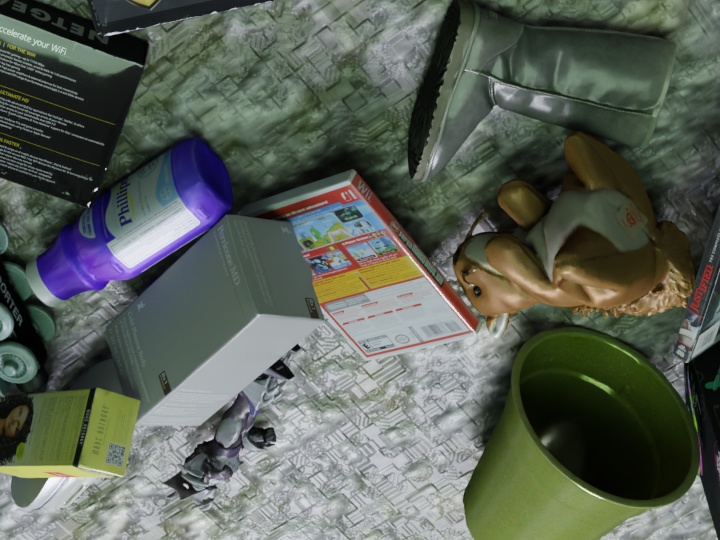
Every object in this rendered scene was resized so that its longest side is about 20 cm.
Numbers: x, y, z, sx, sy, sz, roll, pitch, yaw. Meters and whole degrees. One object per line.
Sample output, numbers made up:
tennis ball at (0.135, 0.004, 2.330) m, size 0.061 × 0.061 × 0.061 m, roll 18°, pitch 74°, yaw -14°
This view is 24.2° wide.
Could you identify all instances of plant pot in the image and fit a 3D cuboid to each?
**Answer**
plant pot at (0.191, 0.191, 1.606) m, size 0.198 × 0.201 × 0.191 m, roll 18°, pitch 134°, yaw -14°

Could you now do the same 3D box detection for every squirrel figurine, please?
squirrel figurine at (0.184, -0.001, 1.477) m, size 0.199 × 0.143 × 0.186 m, roll 20°, pitch 146°, yaw -31°

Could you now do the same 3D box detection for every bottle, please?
bottle at (-0.206, -0.037, 1.483) m, size 0.199 × 0.084 × 0.065 m, roll -31°, pitch 131°, yaw 18°

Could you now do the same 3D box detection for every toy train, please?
toy train at (-0.358, 0.033, 1.529) m, size 0.113 × 0.086 × 0.201 m, roll -10°, pitch 124°, yaw 16°

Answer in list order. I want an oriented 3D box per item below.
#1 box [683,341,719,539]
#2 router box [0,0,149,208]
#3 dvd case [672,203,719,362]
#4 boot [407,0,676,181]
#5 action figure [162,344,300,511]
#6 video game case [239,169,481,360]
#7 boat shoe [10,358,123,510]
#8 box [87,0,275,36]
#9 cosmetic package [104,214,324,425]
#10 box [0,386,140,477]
box at (0.378, 0.157, 1.564) m, size 0.123 × 0.201 × 0.150 m, roll -9°, pitch 124°, yaw 4°
router box at (-0.295, -0.154, 1.419) m, size 0.198 × 0.051 × 0.150 m, roll 19°, pitch 119°, yaw -14°
dvd case at (0.346, -0.026, 1.492) m, size 0.022 × 0.145 × 0.202 m, roll 31°, pitch 129°, yaw 30°
boot at (0.153, -0.138, 1.446) m, size 0.198 × 0.073 × 0.183 m, roll 10°, pitch 125°, yaw -17°
action figure at (-0.120, 0.153, 1.596) m, size 0.069 × 0.130 × 0.201 m, roll 29°, pitch 116°, yaw 8°
video game case at (0.000, 0.000, 1.515) m, size 0.142 × 0.018 × 0.200 m, roll -15°, pitch 127°, yaw 42°
boat shoe at (-0.260, 0.163, 1.632) m, size 0.069 × 0.071 × 0.200 m, roll 15°, pitch 122°, yaw -45°
box at (-0.139, -0.301, 1.331) m, size 0.198 × 0.050 × 0.200 m, roll -10°, pitch 124°, yaw 4°
cosmetic package at (-0.132, 0.048, 1.495) m, size 0.090 × 0.108 × 0.200 m, roll 4°, pitch 144°, yaw -42°
box at (-0.279, 0.152, 1.544) m, size 0.050 × 0.076 × 0.199 m, roll 22°, pitch 160°, yaw -35°
